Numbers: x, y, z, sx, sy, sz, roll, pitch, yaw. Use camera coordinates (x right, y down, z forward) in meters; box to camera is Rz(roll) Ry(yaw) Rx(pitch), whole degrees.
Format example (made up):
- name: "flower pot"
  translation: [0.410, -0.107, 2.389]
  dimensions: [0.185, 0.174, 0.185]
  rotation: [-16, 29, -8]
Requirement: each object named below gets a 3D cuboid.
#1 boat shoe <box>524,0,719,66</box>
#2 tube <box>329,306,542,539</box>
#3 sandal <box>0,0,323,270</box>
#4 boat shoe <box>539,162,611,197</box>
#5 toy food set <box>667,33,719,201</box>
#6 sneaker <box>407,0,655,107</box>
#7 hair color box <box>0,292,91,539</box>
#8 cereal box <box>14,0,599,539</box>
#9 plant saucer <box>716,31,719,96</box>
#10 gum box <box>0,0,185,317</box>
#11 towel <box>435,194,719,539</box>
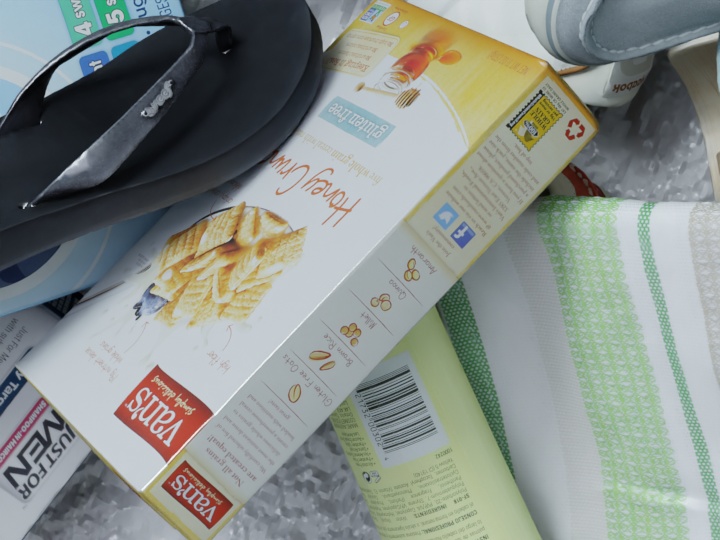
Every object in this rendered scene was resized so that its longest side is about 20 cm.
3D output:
- name: "boat shoe"
  translation: [0.150, -0.122, 0.891]
  dimensions: [0.201, 0.070, 0.072]
  rotation: [-32, 45, 5]
- name: "tube"
  translation: [0.039, 0.105, 0.969]
  dimensions: [0.052, 0.058, 0.200]
  rotation: [-26, 99, -13]
- name: "sandal"
  translation: [-0.099, -0.049, 0.959]
  dimensions: [0.200, 0.043, 0.076]
  rotation: [-30, 47, -16]
- name: "boat shoe"
  translation: [0.000, 0.000, 1.031]
  dimensions: [0.200, 0.063, 0.071]
  rotation: [-15, 77, 23]
- name: "toy food set"
  translation: [0.193, -0.002, 0.944]
  dimensions: [0.143, 0.060, 0.200]
  rotation: [-14, 75, 21]
- name: "sneaker"
  translation: [0.101, -0.114, 0.978]
  dimensions: [0.200, 0.073, 0.085]
  rotation: [-41, 72, 48]
- name: "hair color box"
  translation: [-0.192, 0.016, 1.061]
  dimensions: [0.200, 0.061, 0.100]
  rotation: [37, 98, -9]
- name: "cereal box"
  translation: [-0.023, -0.006, 0.948]
  dimensions: [0.200, 0.040, 0.144]
  rotation: [-46, 28, -7]
- name: "plant saucer"
  translation: [0.219, -0.082, 0.894]
  dimensions: [0.200, 0.036, 0.200]
  rotation: [-15, 54, 21]
- name: "gum box"
  translation: [-0.160, -0.063, 1.007]
  dimensions: [0.200, 0.045, 0.170]
  rotation: [-18, 91, -16]
- name: "towel"
  translation: [0.108, 0.047, 0.917]
  dimensions: [0.200, 0.031, 0.149]
  rotation: [3, 117, 47]
